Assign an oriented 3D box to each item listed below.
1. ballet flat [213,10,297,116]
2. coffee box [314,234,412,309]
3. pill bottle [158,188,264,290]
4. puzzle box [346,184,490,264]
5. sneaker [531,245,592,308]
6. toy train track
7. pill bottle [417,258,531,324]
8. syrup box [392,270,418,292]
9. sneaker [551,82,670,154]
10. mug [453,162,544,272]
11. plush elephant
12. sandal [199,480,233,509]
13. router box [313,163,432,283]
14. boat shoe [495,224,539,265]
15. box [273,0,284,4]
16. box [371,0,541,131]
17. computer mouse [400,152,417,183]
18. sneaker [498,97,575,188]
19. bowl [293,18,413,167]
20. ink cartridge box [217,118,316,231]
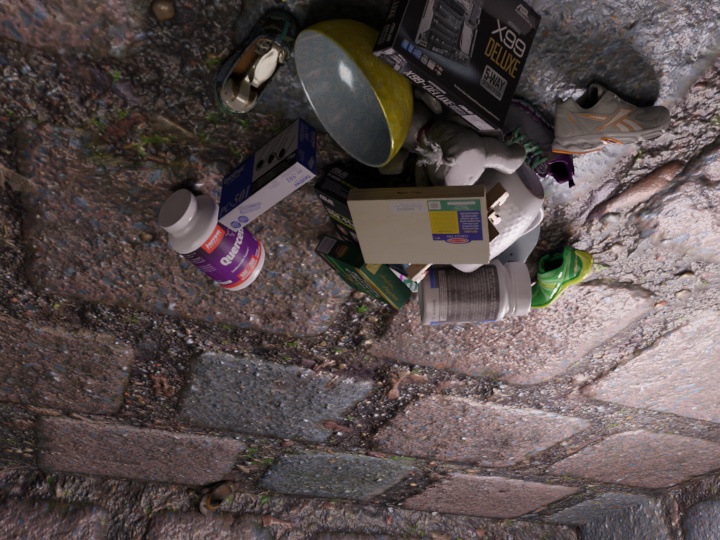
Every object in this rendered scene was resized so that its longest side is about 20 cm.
[{"bbox_3d":[-0.155,-0.272,0.877,0.072,0.076,0.200,19,141,-27],"label":"ballet flat"},{"bbox_3d":[0.000,0.000,1.166,0.123,0.044,0.198,45,168,-30],"label":"coffee box"},{"bbox_3d":[-0.269,-0.056,1.139,0.109,0.116,0.200,-18,142,23],"label":"pill bottle"},{"bbox_3d":[0.087,-0.062,0.903,0.193,0.026,0.135,1,139,16],"label":"puzzle box"},{"bbox_3d":[0.397,0.007,1.301,0.082,0.075,0.201,32,143,-3],"label":"sneaker"},{"bbox_3d":[0.153,-0.055,0.980,0.199,0.116,0.032,-43,142,16],"label":"toy train track"},{"bbox_3d":[0.206,0.037,1.150,0.192,0.117,0.115,-2,146,0],"label":"pill bottle"},{"bbox_3d":[0.132,-0.010,1.244,0.192,0.084,0.080,2,143,-6],"label":"syrup box"},{"bbox_3d":[0.379,-0.236,0.940,0.193,0.076,0.095,-14,108,-12],"label":"sneaker"},{"bbox_3d":[0.232,-0.101,1.068,0.196,0.152,0.174,17,139,-40],"label":"mug"},{"bbox_3d":[0.112,-0.183,0.920,0.197,0.156,0.166,20,118,-46],"label":"plush elephant"},{"bbox_3d":[-0.577,0.918,2.508,0.198,0.055,0.082,-38,103,18],"label":"sandal"},{"bbox_3d":[0.026,-0.080,1.060,0.197,0.062,0.151,31,162,35],"label":"router box"},{"bbox_3d":[0.291,-0.041,1.221,0.068,0.092,0.206,13,117,0],"label":"boat shoe"},{"bbox_3d":[-0.029,-0.388,0.731,0.194,0.052,0.076,-14,143,19],"label":"box"},{"bbox_3d":[0.125,-0.293,0.779,0.196,0.162,0.049,25,175,-32],"label":"box"},{"bbox_3d":[0.056,-0.202,1.011,0.057,0.035,0.201,-15,143,18],"label":"computer mouse"},{"bbox_3d":[0.265,-0.197,0.974,0.195,0.090,0.074,17,142,-25],"label":"sneaker"},{"bbox_3d":[0.011,-0.256,0.847,0.107,0.199,0.202,-39,149,-17],"label":"bowl"},{"bbox_3d":[-0.153,-0.152,1.022,0.197,0.097,0.044,-28,138,34],"label":"ink cartridge box"}]
